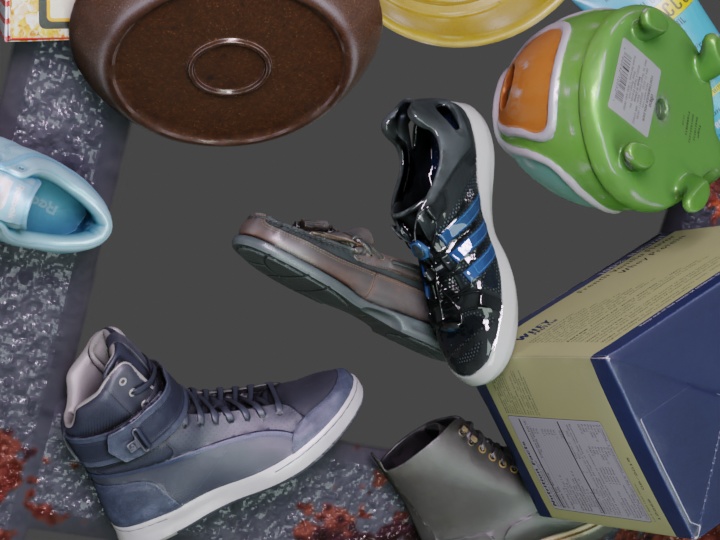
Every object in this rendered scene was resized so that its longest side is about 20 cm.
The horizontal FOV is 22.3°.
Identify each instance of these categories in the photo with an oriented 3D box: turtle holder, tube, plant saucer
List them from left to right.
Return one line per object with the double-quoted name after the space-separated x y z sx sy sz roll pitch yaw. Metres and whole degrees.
-0.084 -0.139 1.154 0.200 0.035 0.200 -5 147 -3 "plant saucer"
0.177 -0.110 1.254 0.185 0.131 0.141 -13 99 -48 "turtle holder"
0.235 -0.150 1.309 0.077 0.050 0.200 -43 108 -5 "tube"

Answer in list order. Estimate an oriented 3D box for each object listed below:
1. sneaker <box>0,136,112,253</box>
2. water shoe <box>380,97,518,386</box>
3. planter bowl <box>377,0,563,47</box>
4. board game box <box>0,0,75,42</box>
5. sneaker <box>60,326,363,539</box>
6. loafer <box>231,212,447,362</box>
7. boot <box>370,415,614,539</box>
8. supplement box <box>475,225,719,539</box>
-0.241 -0.060 1.143 0.200 0.082 0.074 14 91 -39 "sneaker"
0.051 -0.019 1.241 0.079 0.071 0.201 6 70 -39 "water shoe"
0.057 -0.253 1.198 0.200 0.083 0.201 -5 108 -16 "planter bowl"
-0.132 -0.225 1.169 0.199 0.046 0.152 -2 108 -16 "board game box"
-0.108 0.087 1.257 0.202 0.077 0.146 -29 115 -5 "sneaker"
0.000 0.000 1.277 0.200 0.072 0.063 29 77 -29 "loafer"
0.121 0.142 1.349 0.200 0.077 0.139 -34 108 -6 "boot"
0.216 0.070 1.248 0.200 0.200 0.135 -30 99 -23 "supplement box"
